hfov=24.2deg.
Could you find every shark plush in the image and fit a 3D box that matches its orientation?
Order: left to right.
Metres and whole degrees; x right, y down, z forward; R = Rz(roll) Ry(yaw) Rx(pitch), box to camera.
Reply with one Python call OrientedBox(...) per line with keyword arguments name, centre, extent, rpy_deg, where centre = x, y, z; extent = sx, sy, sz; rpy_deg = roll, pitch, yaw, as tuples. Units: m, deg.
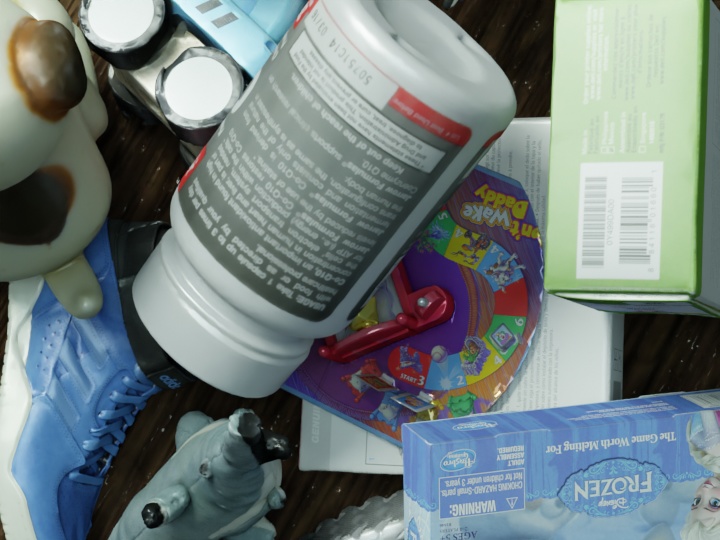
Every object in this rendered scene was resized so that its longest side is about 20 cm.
OrientedBox(name="shark plush", centre=(-0.078, 0.121, 0.867), extent=(0.083, 0.200, 0.091), rpy_deg=(-25, 90, -26))

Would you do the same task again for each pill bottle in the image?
OrientedBox(name="pill bottle", centre=(-0.024, -0.041, 0.839), extent=(0.114, 0.114, 0.200), rpy_deg=(41, 112, 5))

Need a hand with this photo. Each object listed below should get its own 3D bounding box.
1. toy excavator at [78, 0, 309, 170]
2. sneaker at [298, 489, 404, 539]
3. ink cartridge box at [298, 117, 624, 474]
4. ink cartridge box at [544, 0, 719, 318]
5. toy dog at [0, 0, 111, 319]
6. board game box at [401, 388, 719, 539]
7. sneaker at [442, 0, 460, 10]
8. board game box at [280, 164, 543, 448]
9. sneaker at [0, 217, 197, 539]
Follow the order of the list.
OrientedBox(name="toy excavator", centre=(-0.069, -0.173, 0.939), extent=(0.200, 0.100, 0.194), rpy_deg=(-43, 73, -10))
OrientedBox(name="sneaker", centre=(-0.016, 0.188, 0.919), extent=(0.199, 0.075, 0.082), rpy_deg=(-31, 93, 9))
OrientedBox(name="ink cartridge box", centre=(0.058, 0.017, 0.937), extent=(0.175, 0.045, 0.202), rpy_deg=(1, 84, 20))
OrientedBox(name="ink cartridge box", centre=(0.162, -0.049, 0.878), extent=(0.075, 0.200, 0.149), rpy_deg=(1, 83, 23))
OrientedBox(name="toy dog", centre=(-0.192, -0.070, 0.818), extent=(0.139, 0.200, 0.195), rpy_deg=(-18, 80, -7))
OrientedBox(name="board game box", centre=(0.121, 0.170, 0.866), extent=(0.198, 0.043, 0.201), rpy_deg=(-5, 102, -18))
OrientedBox(name="sneaker", centre=(0.060, -0.185, 0.887), extent=(0.080, 0.199, 0.116), rpy_deg=(34, 90, 33))
OrientedBox(name="board game box", centre=(0.000, 0.000, 0.914), extent=(0.199, 0.039, 0.159), rpy_deg=(25, 92, 20))
OrientedBox(name="sneaker", centre=(-0.135, 0.069, 0.923), extent=(0.110, 0.077, 0.202), rpy_deg=(-1, 78, 11))
